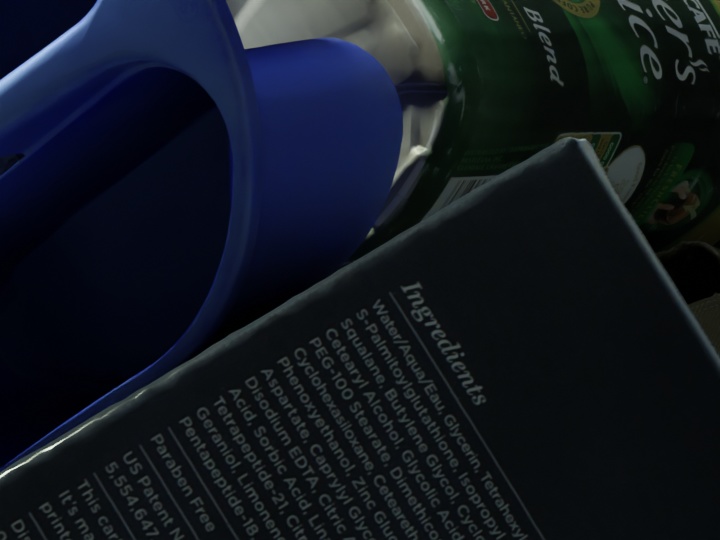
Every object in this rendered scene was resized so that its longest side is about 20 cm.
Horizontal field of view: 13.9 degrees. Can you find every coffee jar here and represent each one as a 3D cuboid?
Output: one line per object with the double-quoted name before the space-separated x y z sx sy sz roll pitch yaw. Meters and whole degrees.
"coffee jar" 0.046 -0.053 0.835 0.200 0.104 0.085 -1 -44 -52

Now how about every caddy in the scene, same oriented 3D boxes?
"caddy" -0.089 -0.028 0.732 0.200 0.142 0.105 -34 -6 38

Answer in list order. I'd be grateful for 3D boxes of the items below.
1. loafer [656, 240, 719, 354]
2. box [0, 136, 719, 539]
"loafer" 0.103 0.024 0.848 0.076 0.068 0.200 -32 -1 24
"box" -0.027 0.076 0.670 0.200 0.107 0.148 -32 -2 -28
